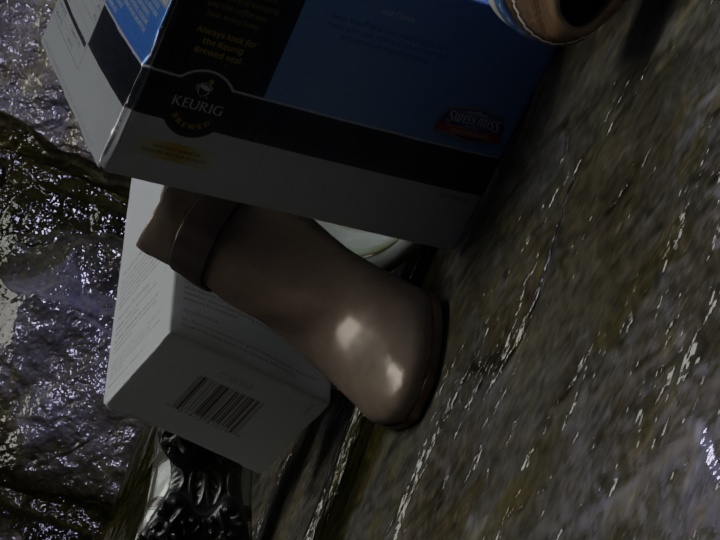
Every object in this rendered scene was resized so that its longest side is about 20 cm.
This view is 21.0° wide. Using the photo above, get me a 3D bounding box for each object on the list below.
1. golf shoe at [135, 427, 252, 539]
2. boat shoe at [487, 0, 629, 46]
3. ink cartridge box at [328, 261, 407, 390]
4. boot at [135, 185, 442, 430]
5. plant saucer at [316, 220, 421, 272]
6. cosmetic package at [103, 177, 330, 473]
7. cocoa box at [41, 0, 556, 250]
[{"bbox_3d":[-0.099,0.143,1.228,0.095,0.077,0.202,-87,8,-79],"label":"golf shoe"},{"bbox_3d":[0.116,-0.176,0.739,0.201,0.072,0.072,-68,20,12],"label":"boat shoe"},{"bbox_3d":[0.000,0.000,1.185,0.200,0.050,0.162,7,74,63],"label":"ink cartridge box"},{"bbox_3d":[-0.041,0.007,0.965,0.071,0.145,0.200,-62,12,7],"label":"boot"},{"bbox_3d":[0.010,-0.091,1.091,0.199,0.050,0.202,-7,81,50],"label":"plant saucer"},{"bbox_3d":[-0.080,0.004,1.154,0.081,0.112,0.201,-46,28,36],"label":"cosmetic package"},{"bbox_3d":[-0.030,-0.113,0.935,0.132,0.199,0.134,-63,34,23],"label":"cocoa box"}]
